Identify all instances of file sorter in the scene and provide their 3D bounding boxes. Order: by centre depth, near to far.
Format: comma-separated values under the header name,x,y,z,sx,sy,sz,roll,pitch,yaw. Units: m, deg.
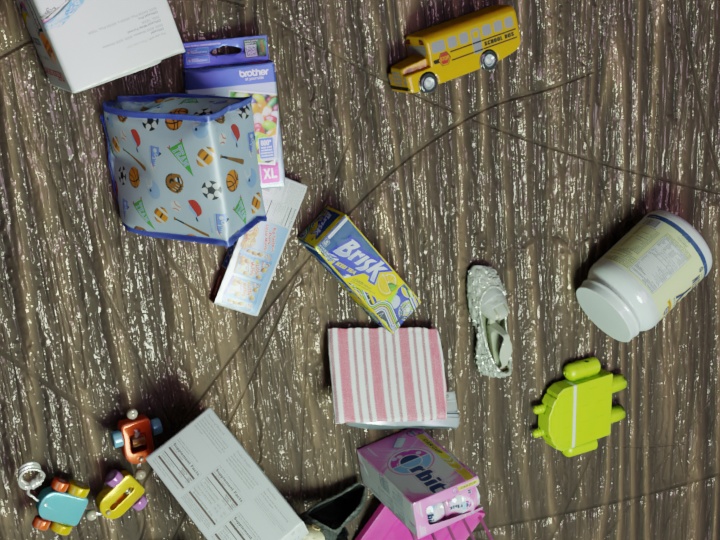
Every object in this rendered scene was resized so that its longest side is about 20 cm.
name,x,y,z,sx,sy,sz,roll,pitch,yaw
file sorter,0.113,0.465,1.586,0.199,0.126,0.139,20,114,-32

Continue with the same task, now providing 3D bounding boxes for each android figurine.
name,x,y,z,sx,sy,sz,roll,pitch,yaw
android figurine,0.390,0.248,1.742,0.199,0.041,0.183,-13,111,-25

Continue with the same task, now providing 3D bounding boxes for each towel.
name,x,y,z,sx,sy,sz,roll,pitch,yaw
towel,0.042,0.161,1.499,0.199,0.030,0.147,2,74,-27

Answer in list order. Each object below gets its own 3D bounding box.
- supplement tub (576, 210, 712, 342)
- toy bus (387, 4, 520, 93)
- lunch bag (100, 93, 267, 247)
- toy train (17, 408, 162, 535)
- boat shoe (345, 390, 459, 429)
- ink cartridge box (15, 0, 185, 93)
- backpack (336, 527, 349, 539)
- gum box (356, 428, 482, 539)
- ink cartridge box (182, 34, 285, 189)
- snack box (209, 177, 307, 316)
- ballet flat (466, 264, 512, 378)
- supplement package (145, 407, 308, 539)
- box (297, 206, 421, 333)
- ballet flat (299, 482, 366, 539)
name,x,y,z,sx,sy,sz,roll,pitch,yaw
supplement tub,0.481,0.011,1.659,0.200,0.145,0.145,-41,120,-11
toy bus,0.135,-0.320,1.418,0.199,0.065,0.079,-24,114,-21
lunch bag,-0.228,-0.132,1.218,0.124,0.199,0.171,-38,128,-56
toy train,-0.365,0.272,1.333,0.199,0.056,0.151,-19,112,-26
boat shoe,0.065,0.217,1.550,0.199,0.073,0.067,7,74,-29
ink cartridge box,-0.318,-0.325,1.122,0.144,0.147,0.201,-27,115,-19
backpack,-0.097,0.459,1.468,0.154,0.200,0.190,-47,118,7
gum box,0.091,0.325,1.507,0.113,0.200,0.066,-18,113,-21
ink cartridge box,-0.168,-0.204,1.290,0.119,0.042,0.201,-8,107,-11
snack box,-0.144,-0.039,1.374,0.072,0.024,0.201,19,95,-31
ballet flat,0.220,0.085,1.587,0.072,0.072,0.201,-19,112,-23
supplement package,-0.177,0.310,1.332,0.111,0.156,0.200,-38,74,-13
box,0.000,0.000,1.442,0.070,0.064,0.200,-47,120,-9
ballet flat,-0.047,0.368,1.480,0.057,0.066,0.200,-60,167,16
